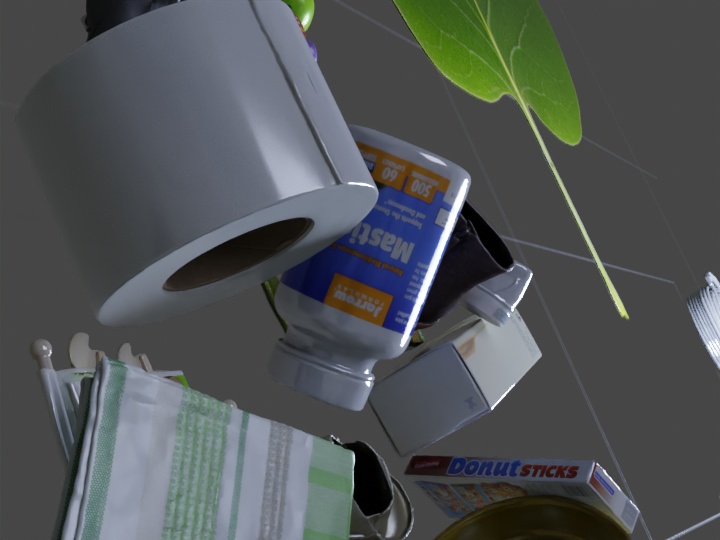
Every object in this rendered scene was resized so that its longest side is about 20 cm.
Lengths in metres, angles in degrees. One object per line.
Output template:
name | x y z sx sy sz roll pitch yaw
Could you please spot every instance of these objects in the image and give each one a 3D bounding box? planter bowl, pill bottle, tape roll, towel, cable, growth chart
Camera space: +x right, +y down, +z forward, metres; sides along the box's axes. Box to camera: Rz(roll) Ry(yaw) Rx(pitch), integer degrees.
planter bowl | 0.127 0.274 0.884 0.201 0.199 0.084 -88 156 -50
pill bottle | 0.000 0.000 0.908 0.111 0.201 0.112 21 1 0
tape roll | -0.106 -0.068 0.774 0.140 0.202 0.202 64 24 10
towel | -0.088 0.151 0.700 0.199 0.031 0.150 27 56 -35
cable | 0.738 0.125 2.418 0.200 0.069 0.201 49 27 -26
growth chart | -0.125 0.116 0.754 0.200 0.018 0.145 25 41 -53

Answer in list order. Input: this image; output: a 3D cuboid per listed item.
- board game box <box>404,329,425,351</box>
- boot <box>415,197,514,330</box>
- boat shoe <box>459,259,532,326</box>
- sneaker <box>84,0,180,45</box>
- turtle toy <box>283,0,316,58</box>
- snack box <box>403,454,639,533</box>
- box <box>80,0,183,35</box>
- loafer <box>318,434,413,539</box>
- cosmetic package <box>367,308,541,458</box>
board game box | -0.006 -0.014 1.137 0.105 0.023 0.201 -5 67 -62
boot | 0.020 -0.044 1.017 0.200 0.166 0.072 48 44 -6
boat shoe | 0.072 -0.028 1.095 0.200 0.069 0.072 36 -4 35
sneaker | -0.169 -0.205 0.854 0.090 0.201 0.076 31 -2 -19
turtle toy | -0.095 -0.208 1.075 0.146 0.101 0.200 49 26 -24
snack box | 0.128 0.184 0.980 0.072 0.199 0.024 46 57 -28
box | -0.120 -0.143 0.939 0.201 0.116 0.060 60 21 2
loafer | -0.003 0.167 0.866 0.200 0.068 0.076 30 37 -59
cosmetic package | 0.091 0.095 1.107 0.071 0.105 0.200 59 22 2
